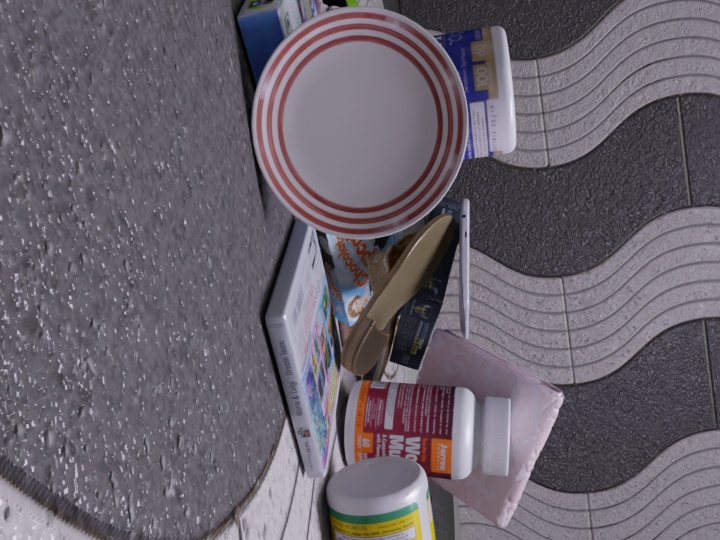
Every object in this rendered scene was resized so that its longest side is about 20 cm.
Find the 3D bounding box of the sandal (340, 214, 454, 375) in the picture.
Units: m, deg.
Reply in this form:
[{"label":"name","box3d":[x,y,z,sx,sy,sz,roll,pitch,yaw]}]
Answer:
[{"label":"sandal","box3d":[0.025,0.011,0.903,0.214,0.069,0.078,-57,149,-12]}]

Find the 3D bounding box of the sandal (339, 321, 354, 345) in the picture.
[{"label":"sandal","box3d":[0.001,-0.001,1.037,0.078,0.068,0.217,-43,126,-79]}]

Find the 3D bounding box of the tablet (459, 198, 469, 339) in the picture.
[{"label":"tablet","box3d":[0.131,0.004,0.990,0.200,0.013,0.134,66,26,-73]}]

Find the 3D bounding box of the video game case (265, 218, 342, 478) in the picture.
[{"label":"video game case","box3d":[-0.051,0.071,0.797,0.201,0.023,0.186,-82,164,-61]}]

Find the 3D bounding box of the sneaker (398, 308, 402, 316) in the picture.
[{"label":"sneaker","box3d":[0.019,-0.016,1.132,0.111,0.075,0.205,-81,159,-80]}]

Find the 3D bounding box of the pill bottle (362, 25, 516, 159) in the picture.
[{"label":"pill bottle","box3d":[0.050,-0.164,0.776,0.120,0.195,0.123,-7,90,-81]}]

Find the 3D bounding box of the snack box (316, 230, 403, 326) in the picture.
[{"label":"snack box","box3d":[-0.003,-0.047,0.939,0.115,0.037,0.203,-37,131,-29]}]

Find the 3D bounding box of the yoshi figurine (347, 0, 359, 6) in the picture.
[{"label":"yoshi figurine","box3d":[-0.018,-0.334,1.101,0.114,0.110,0.200,65,14,-10]}]

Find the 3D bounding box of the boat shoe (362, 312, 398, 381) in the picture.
[{"label":"boat shoe","box3d":[0.019,0.073,1.106,0.072,0.063,0.204,-68,169,-67]}]

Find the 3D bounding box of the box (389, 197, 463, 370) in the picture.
[{"label":"box","box3d":[0.090,0.022,1.077,0.202,0.050,0.160,99,8,-58]}]

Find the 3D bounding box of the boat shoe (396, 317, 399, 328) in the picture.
[{"label":"boat shoe","box3d":[0.038,0.041,1.260,0.074,0.065,0.205,-74,155,-69]}]

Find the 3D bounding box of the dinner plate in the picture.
[{"label":"dinner plate","box3d":[-0.001,-0.131,0.711,0.024,0.195,0.205,-63,145,-80]}]

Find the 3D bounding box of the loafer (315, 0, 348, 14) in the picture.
[{"label":"loafer","box3d":[-0.048,-0.302,0.948,0.074,0.069,0.203,-88,167,-46]}]

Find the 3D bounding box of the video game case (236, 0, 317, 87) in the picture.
[{"label":"video game case","box3d":[-0.068,-0.206,0.825,0.183,0.044,0.203,-83,164,-52]}]

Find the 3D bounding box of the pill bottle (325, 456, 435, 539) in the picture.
[{"label":"pill bottle","box3d":[0.029,0.317,0.844,0.113,0.110,0.205,-54,136,-77]}]

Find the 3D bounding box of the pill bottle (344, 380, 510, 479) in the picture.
[{"label":"pill bottle","box3d":[0.084,0.197,0.965,0.109,0.195,0.113,3,90,-79]}]

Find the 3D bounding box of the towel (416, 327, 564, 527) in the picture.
[{"label":"towel","box3d":[0.149,0.203,1.036,0.032,0.189,0.204,-12,125,-56]}]
